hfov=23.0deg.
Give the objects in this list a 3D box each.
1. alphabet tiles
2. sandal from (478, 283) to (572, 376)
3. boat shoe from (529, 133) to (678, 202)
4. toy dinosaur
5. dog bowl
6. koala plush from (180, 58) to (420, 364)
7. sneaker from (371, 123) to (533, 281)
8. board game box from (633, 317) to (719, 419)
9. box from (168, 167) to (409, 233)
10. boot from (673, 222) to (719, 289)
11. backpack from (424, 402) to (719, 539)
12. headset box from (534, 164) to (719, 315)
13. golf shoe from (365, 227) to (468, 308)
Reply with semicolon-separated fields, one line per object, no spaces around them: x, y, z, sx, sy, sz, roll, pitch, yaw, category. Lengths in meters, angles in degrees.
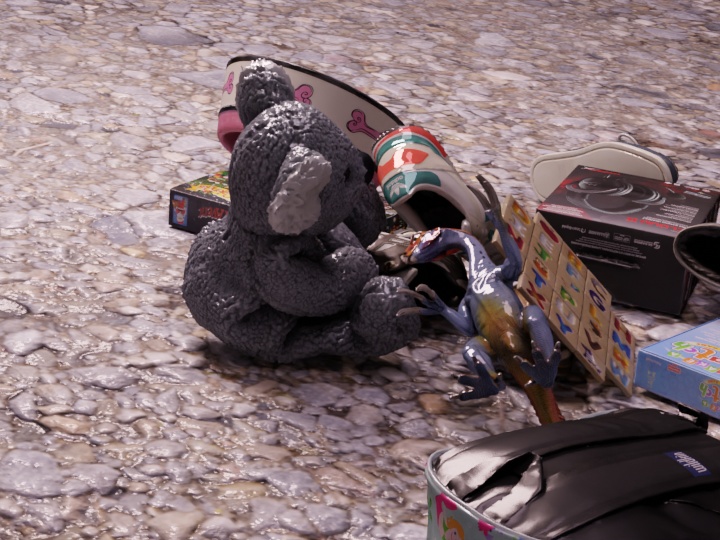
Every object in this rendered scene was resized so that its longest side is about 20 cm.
0.168;0.018;1.437;0.167;0.006;0.200;48;19;-7;alphabet tiles
0.144;0.037;1.469;0.081;0.055;0.200;9;19;10;sandal
0.259;-0.099;1.818;0.061;0.076;0.199;-18;7;-33;boat shoe
0.090;0.038;1.318;0.104;0.201;0.182;-25;23;8;toy dinosaur
-0.054;-0.134;1.752;0.198;0.074;0.200;22;-11;5;dog bowl
-0.055;-0.046;1.367;0.182;0.201;0.178;-10;47;-9;koala plush
0.085;-0.032;1.473;0.199;0.070;0.094;39;30;-31;sneaker
0.338;0.080;1.429;0.150;0.037;0.199;21;23;37;board game box
-0.065;-0.053;1.690;0.198;0.038;0.136;16;21;26;box
0.372;-0.003;1.536;0.180;0.073;0.200;12;-1;17;boot
0.129;0.159;0.973;0.198;0.152;0.177;1;16;-36;backpack
0.247;-0.030;1.654;0.147;0.078;0.200;12;19;17;headset box
0.000;0.000;1.501;0.197;0.079;0.095;-1;20;-14;golf shoe
